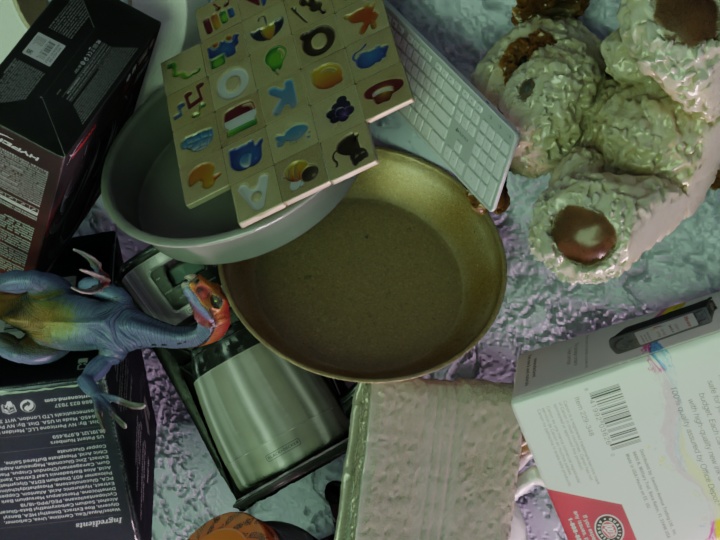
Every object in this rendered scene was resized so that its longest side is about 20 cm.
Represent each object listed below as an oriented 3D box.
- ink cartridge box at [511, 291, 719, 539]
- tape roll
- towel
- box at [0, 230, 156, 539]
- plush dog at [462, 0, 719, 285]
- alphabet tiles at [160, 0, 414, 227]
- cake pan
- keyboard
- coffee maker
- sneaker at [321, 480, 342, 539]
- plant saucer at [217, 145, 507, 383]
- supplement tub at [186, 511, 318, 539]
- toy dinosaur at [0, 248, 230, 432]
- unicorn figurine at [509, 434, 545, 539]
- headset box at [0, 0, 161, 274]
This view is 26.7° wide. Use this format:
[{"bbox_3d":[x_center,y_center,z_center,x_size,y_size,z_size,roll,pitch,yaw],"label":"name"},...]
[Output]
[{"bbox_3d":[0.219,0.104,1.017,0.199,0.086,0.148,-19,105,14],"label":"ink cartridge box"},{"bbox_3d":[-0.207,-0.211,1.124,0.202,0.037,0.204,11,119,20],"label":"tape roll"},{"bbox_3d":[0.048,0.171,1.054,0.034,0.132,0.201,6,89,62],"label":"towel"},{"bbox_3d":[-0.228,0.109,1.160,0.117,0.197,0.201,-7,122,-1],"label":"box"},{"bbox_3d":[0.148,-0.102,0.969,0.171,0.160,0.201,28,101,30],"label":"plush dog"},{"bbox_3d":[-0.053,-0.125,1.009,0.166,0.201,0.006,-24,143,13],"label":"alphabet tiles"},{"bbox_3d":[-0.082,-0.081,1.046,0.199,0.201,0.037,-1,139,26],"label":"cake pan"},{"bbox_3d":[0.045,-0.115,0.995,0.200,0.011,0.056,53,131,45],"label":"keyboard"},{"bbox_3d":[-0.092,0.068,1.132,0.201,0.134,0.192,61,157,6],"label":"coffee maker"},{"bbox_3d":[-0.016,0.208,1.191,0.199,0.076,0.116,-23,130,23],"label":"sneaker"},{"bbox_3d":[0.000,0.000,1.046,0.200,0.200,0.035,27,146,11],"label":"plant saucer"},{"bbox_3d":[-0.044,0.262,1.100,0.122,0.123,0.200,-19,136,31],"label":"supplement tub"},{"bbox_3d":[-0.185,0.021,1.029,0.181,0.200,0.105,2,110,-18],"label":"toy dinosaur"},{"bbox_3d":[0.110,0.203,1.129,0.137,0.074,0.201,-10,92,1],"label":"unicorn figurine"},{"bbox_3d":[-0.224,-0.083,1.077,0.077,0.149,0.200,27,140,-1],"label":"headset box"}]
